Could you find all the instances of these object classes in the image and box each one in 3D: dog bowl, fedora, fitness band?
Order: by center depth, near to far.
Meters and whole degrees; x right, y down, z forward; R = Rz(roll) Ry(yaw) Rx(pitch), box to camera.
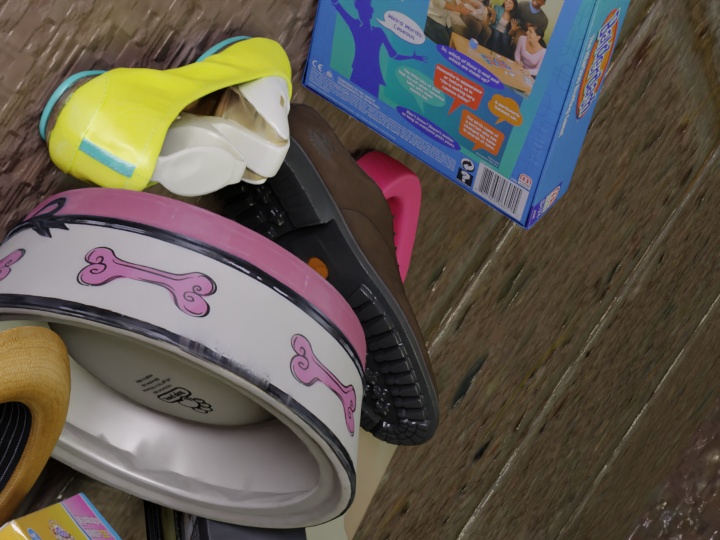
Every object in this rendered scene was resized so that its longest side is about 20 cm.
[{"bbox_3d":[-0.208,0.082,0.892,0.200,0.082,0.201,-42,163,-16],"label":"fedora"},{"bbox_3d":[-0.085,0.038,0.979,0.200,0.199,0.074,88,21,-62],"label":"dog bowl"},{"bbox_3d":[-0.015,0.012,1.357,0.144,0.037,0.200,-46,161,-31],"label":"fitness band"}]

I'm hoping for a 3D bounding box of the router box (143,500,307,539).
[{"bbox_3d":[-0.077,0.120,1.159,0.158,0.052,0.201,107,-20,-44],"label":"router box"}]

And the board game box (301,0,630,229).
[{"bbox_3d":[0.055,-0.136,1.089,0.045,0.152,0.201,-43,159,-37],"label":"board game box"}]

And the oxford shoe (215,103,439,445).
[{"bbox_3d":[0.000,0.000,1.168,0.084,0.072,0.201,-46,118,-49],"label":"oxford shoe"}]

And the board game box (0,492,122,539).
[{"bbox_3d":[-0.177,0.164,0.940,0.153,0.040,0.200,-41,178,-1],"label":"board game box"}]

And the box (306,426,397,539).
[{"bbox_3d":[-0.042,0.107,1.291,0.077,0.095,0.200,-8,147,-24],"label":"box"}]

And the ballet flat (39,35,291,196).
[{"bbox_3d":[-0.072,-0.065,1.019,0.200,0.067,0.067,-20,139,-62],"label":"ballet flat"}]
